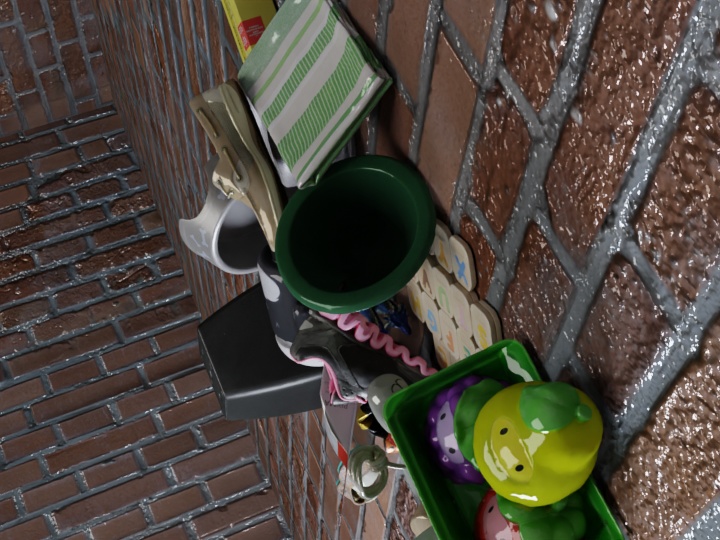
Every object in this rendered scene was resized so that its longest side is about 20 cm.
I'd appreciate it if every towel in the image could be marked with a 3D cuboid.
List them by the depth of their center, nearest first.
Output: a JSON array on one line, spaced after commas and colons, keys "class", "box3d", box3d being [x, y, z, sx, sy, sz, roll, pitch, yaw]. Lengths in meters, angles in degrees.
[{"class": "towel", "box3d": [-0.054, -0.194, 1.090, 0.153, 0.023, 0.200, -52, 47, 26]}]

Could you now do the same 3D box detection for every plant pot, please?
[{"class": "plant pot", "box3d": [-0.168, 0.146, 1.817, 0.200, 0.177, 0.201, 104, 143, -66]}]

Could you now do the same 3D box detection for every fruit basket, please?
[{"class": "fruit basket", "box3d": [0.119, 0.157, 0.866, 0.216, 0.155, 0.216, 63, -178, -4]}]

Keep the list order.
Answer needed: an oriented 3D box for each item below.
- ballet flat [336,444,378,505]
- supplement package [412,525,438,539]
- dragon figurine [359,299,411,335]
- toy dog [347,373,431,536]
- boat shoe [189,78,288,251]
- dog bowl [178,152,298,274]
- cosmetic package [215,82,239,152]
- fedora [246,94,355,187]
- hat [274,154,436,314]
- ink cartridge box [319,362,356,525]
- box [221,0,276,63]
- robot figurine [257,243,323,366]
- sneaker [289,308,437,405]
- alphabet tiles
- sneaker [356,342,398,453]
[{"class": "ballet flat", "box3d": [0.004, 0.318, 1.659, 0.067, 0.068, 0.200, 46, 165, 14]}, {"class": "supplement package", "box3d": [0.124, 0.339, 1.020, 0.200, 0.117, 0.118, 38, 148, 40]}, {"class": "dragon figurine", "box3d": [0.000, 0.000, 1.238, 0.099, 0.059, 0.201, 134, 115, -74]}, {"class": "toy dog", "box3d": [0.083, 0.195, 1.102, 0.200, 0.096, 0.132, 46, -133, -42]}, {"class": "boat shoe", "box3d": [-0.125, -0.105, 1.162, 0.072, 0.065, 0.201, 53, -166, -82]}, {"class": "dog bowl", "box3d": [-0.129, -0.080, 1.362, 0.059, 0.200, 0.200, 45, 154, 29]}, {"class": "cosmetic package", "box3d": [-0.162, -0.199, 1.554, 0.200, 0.073, 0.104, -142, 35, -63]}, {"class": "fedora", "box3d": [-0.075, -0.172, 1.225, 0.200, 0.090, 0.177, 87, 158, -48]}, {"class": "hat", "box3d": [0.019, -0.007, 1.100, 0.176, 0.165, 0.200, 50, -171, -52]}, {"class": "ink cartridge box", "box3d": [-0.029, 0.183, 1.244, 0.163, 0.057, 0.201, 93, -171, -74]}, {"class": "box", "box3d": [-0.129, -0.298, 1.343, 0.075, 0.050, 0.201, 169, 82, -76]}, {"class": "robot figurine", "box3d": [-0.058, 0.025, 1.367, 0.124, 0.150, 0.201, 18, 130, 40]}, {"class": "sneaker", "box3d": [0.011, 0.112, 1.148, 0.200, 0.096, 0.079, 36, 171, -7]}, {"class": "alphabet tiles", "box3d": [0.087, 0.040, 1.057, 0.200, 0.015, 0.196, -132, 26, -55]}, {"class": "sneaker", "box3d": [0.028, 0.146, 1.260, 0.200, 0.090, 0.070, -137, 31, -61]}]
